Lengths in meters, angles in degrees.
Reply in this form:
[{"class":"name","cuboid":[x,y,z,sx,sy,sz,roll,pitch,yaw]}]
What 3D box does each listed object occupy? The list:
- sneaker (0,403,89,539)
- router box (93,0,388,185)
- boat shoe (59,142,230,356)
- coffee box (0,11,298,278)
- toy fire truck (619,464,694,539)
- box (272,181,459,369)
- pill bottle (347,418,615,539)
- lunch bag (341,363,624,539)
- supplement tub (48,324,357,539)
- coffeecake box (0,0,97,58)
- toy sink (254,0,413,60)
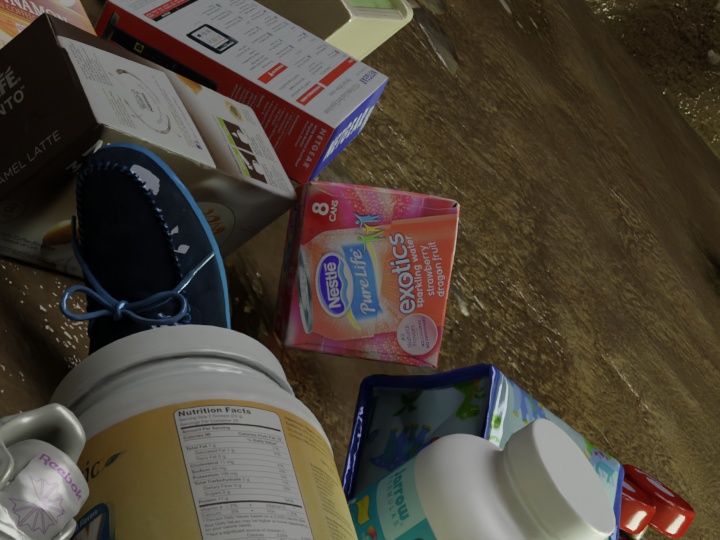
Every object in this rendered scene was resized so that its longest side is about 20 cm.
[{"class":"sneaker","cuboid":[-0.166,0.113,0.785,0.075,0.099,0.200,50,20,-16]},{"class":"router box","cuboid":[-0.084,-0.145,1.401,0.179,0.049,0.200,30,19,3]},{"class":"boat shoe","cuboid":[-0.104,0.034,1.020,0.069,0.084,0.201,-45,122,-55]},{"class":"coffee box","cuboid":[-0.142,-0.059,1.114,0.200,0.114,0.080,21,37,-59]},{"class":"toy fire truck","cuboid":[0.133,0.171,1.418,0.168,0.112,0.200,36,8,29]},{"class":"box","cuboid":[0.000,0.000,1.225,0.094,0.103,0.200,9,1,-4]},{"class":"pill bottle","cuboid":[0.033,0.160,1.020,0.111,0.200,0.111,45,20,-22]},{"class":"lunch bag","cuboid":[0.066,0.182,1.186,0.170,0.127,0.201,35,56,-43]},{"class":"supplement tub","cuboid":[-0.071,0.139,0.894,0.144,0.144,0.201,35,26,-42]},{"class":"coffeecake box","cuboid":[-0.239,-0.170,1.140,0.153,0.073,0.201,17,40,-59]},{"class":"toy sink","cuboid":[-0.042,-0.236,1.661,0.131,0.112,0.200,57,19,7]}]
